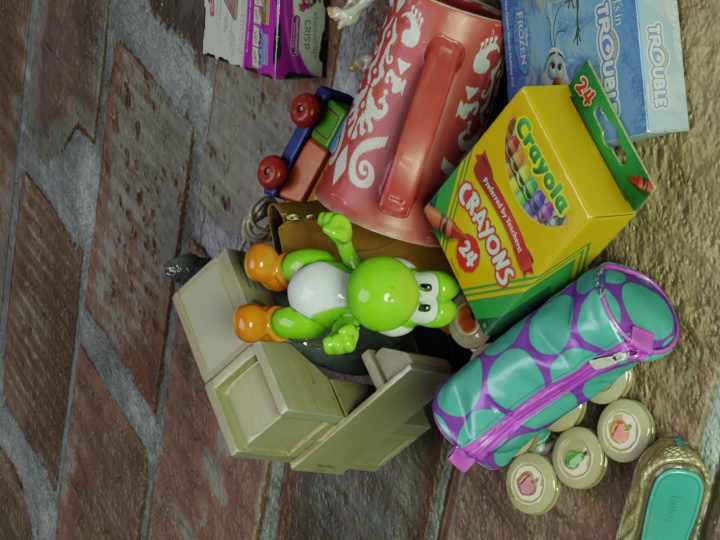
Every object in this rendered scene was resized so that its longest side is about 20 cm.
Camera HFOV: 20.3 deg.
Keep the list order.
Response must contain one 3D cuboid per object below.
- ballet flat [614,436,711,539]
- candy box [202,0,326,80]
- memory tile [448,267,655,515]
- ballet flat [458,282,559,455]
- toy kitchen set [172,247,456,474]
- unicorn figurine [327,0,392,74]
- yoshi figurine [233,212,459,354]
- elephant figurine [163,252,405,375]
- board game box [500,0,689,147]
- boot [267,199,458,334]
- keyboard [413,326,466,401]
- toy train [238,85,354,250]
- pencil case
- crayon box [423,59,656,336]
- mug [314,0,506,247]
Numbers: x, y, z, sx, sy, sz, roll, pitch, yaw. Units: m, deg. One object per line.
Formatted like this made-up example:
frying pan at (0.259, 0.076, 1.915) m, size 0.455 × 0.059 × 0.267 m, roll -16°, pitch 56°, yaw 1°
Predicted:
ballet flat at (0.223, 0.212, 1.535) m, size 0.065 × 0.070 × 0.201 m, roll -84°, pitch 9°, yaw -61°
candy box at (-0.102, -0.283, 2.126) m, size 0.200 × 0.061 × 0.137 m, roll 28°, pitch 117°, yaw 59°
memory tile at (0.151, 0.083, 1.624) m, size 0.153 × 0.017 × 0.201 m, roll -33°, pitch 66°, yaw 34°
ballet flat at (0.125, 0.066, 1.706) m, size 0.072 × 0.071 × 0.201 m, roll -35°, pitch 59°, yaw 60°
toy kitchen set at (-0.025, 0.065, 1.838) m, size 0.163 × 0.199 × 0.181 m, roll -40°, pitch 58°, yaw 28°
unicorn figurine at (0.040, -0.245, 1.819) m, size 0.137 × 0.074 × 0.201 m, roll -26°, pitch 89°, yaw 19°
yoshi figurine at (-0.018, 0.017, 1.684) m, size 0.199 × 0.112 × 0.113 m, roll 0°, pitch 120°, yaw 32°
elephant figurine at (-0.071, 0.047, 1.939) m, size 0.155 × 0.199 × 0.142 m, roll -8°, pitch 85°, yaw 63°
board game box at (0.178, -0.195, 1.587) m, size 0.199 × 0.043 × 0.201 m, roll -10°, pitch 85°, yaw 63°
boot at (0.000, -0.001, 1.807) m, size 0.201 × 0.143 × 0.071 m, roll -122°, pitch 33°, yaw -49°
keyboard at (0.070, 0.016, 1.855) m, size 0.127 × 0.020 × 0.201 m, roll 124°, pitch 135°, yaw -59°
toy train at (-0.042, -0.067, 1.961) m, size 0.116 × 0.084 × 0.201 m, roll 40°, pitch 108°, yaw 39°
pencil case at (0.148, 0.076, 1.558) m, size 0.200 × 0.085 × 0.093 m, roll -40°, pitch 22°, yaw 33°
crayon box at (0.136, -0.056, 1.570) m, size 0.200 × 0.051 × 0.127 m, roll -52°, pitch 54°, yaw 44°
mug at (0.063, -0.130, 1.714) m, size 0.178 × 0.133 × 0.201 m, roll 43°, pitch 118°, yaw 58°
